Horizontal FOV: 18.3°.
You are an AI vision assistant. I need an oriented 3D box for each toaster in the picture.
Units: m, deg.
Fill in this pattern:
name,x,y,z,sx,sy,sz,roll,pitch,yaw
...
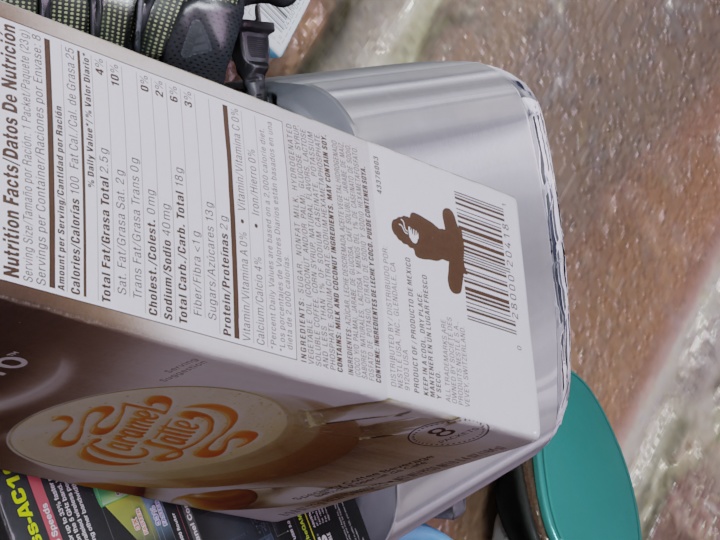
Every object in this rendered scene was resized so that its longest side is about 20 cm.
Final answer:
name,x,y,z,sx,sy,sz,roll,pitch,yaw
toaster,0.000,0.000,0.809,0.129,0.113,0.202,-16,102,-47

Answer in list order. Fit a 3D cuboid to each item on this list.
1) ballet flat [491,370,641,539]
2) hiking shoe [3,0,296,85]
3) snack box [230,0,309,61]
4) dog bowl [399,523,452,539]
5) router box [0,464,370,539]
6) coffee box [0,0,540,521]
name,x,y,z,sx,sy,sz,roll,pitch,yaw
ballet flat,0.088,0.137,0.915,0.068,0.068,0.201,15,46,-41
hiking shoe,-0.085,-0.087,0.653,0.200,0.100,0.076,-31,142,-38
snack box,-0.033,-0.192,0.813,0.116,0.037,0.201,43,64,-38
dog bowl,0.001,0.186,0.862,0.111,0.049,0.202,-1,94,-44
router box,-0.085,0.046,0.699,0.150,0.062,0.201,-19,88,-53
coffee box,-0.059,0.007,0.607,0.199,0.114,0.080,17,60,-43
